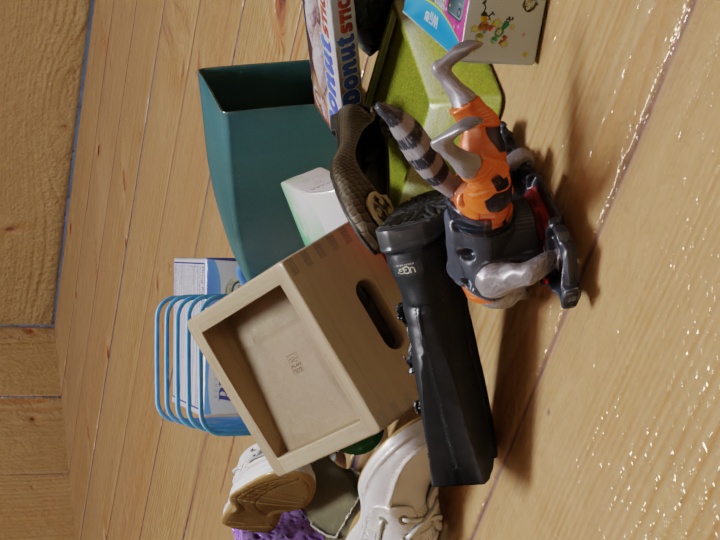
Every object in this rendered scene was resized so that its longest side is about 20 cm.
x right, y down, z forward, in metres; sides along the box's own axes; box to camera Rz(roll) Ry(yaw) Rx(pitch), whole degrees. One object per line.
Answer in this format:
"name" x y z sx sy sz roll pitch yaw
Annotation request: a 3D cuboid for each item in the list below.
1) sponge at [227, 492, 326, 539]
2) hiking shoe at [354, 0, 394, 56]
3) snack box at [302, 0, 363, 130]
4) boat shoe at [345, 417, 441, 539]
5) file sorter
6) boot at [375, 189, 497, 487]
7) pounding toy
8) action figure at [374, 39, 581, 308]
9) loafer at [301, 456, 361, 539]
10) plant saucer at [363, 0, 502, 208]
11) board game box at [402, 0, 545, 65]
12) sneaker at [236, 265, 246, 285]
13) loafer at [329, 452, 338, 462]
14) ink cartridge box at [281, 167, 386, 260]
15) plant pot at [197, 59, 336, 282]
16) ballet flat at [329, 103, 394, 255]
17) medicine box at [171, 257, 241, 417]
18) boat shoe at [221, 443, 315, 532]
"sponge" -0.060 0.290 1.544 0.200 0.111 0.030 -112 27 -50
"hiking shoe" -0.011 -0.257 1.350 0.101 0.076 0.200 40 167 11
"snack box" -0.024 -0.196 1.327 0.201 0.024 0.072 84 160 -49
"boat shoe" 0.039 0.201 1.297 0.069 0.071 0.201 49 147 29
"file sorter" -0.120 0.087 1.521 0.200 0.122 0.140 176 95 -71
"boot" 0.075 0.045 1.196 0.165 0.065 0.201 -35 -68 -60
"pounding toy" -0.020 0.081 1.349 0.184 0.142 0.201 -30 92 49
"action figure" 0.079 -0.059 1.104 0.200 0.104 0.194 -108 0 -57
"loafer" -0.028 0.218 1.477 0.075 0.070 0.200 -56 12 -12
"plant saucer" 0.047 -0.129 1.330 0.200 0.048 0.201 -106 24 -43
"board game box" 0.093 -0.269 1.167 0.148 0.064 0.201 -124 38 -62
"sneaker" -0.077 0.044 1.665 0.200 0.082 0.074 -120 37 -56
"loafer" -0.053 0.171 1.599 0.200 0.069 0.070 124 153 -60
"ink cartridge box" 0.000 0.000 1.381 0.200 0.050 0.162 -144 32 -71
"plant pot" -0.083 -0.096 1.608 0.141 0.140 0.201 -123 30 -60
"ballet flat" 0.008 -0.081 1.254 0.068 0.046 0.200 58 -167 -28
"medicine box" -0.161 0.076 1.895 0.200 0.102 0.184 -178 89 -72
"boat shoe" -0.088 0.191 1.471 0.200 0.070 0.070 133 148 -62
